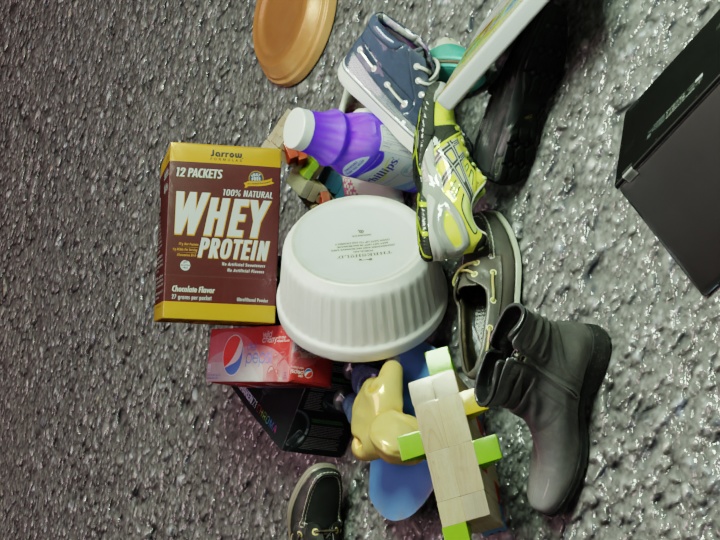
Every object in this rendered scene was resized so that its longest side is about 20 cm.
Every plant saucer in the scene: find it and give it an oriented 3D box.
[{"bbox_3d":[-0.099,-0.362,2.132,0.199,0.037,0.203,-24,61,52],"label":"plant saucer"}]

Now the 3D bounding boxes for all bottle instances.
[{"bbox_3d":[0.006,-0.143,1.750,0.083,0.198,0.066,-35,53,45],"label":"bottle"}]

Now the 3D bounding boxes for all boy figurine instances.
[{"bbox_3d":[0.024,0.154,1.667,0.200,0.064,0.126,-140,66,-69],"label":"boy figurine"}]

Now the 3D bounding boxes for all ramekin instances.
[{"bbox_3d":[0.000,0.000,1.703,0.203,0.200,0.095,-121,21,-47],"label":"ramekin"}]

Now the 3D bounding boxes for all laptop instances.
[{"bbox_3d":[0.336,-0.123,1.401,0.188,0.115,0.201,-49,15,38],"label":"laptop"}]

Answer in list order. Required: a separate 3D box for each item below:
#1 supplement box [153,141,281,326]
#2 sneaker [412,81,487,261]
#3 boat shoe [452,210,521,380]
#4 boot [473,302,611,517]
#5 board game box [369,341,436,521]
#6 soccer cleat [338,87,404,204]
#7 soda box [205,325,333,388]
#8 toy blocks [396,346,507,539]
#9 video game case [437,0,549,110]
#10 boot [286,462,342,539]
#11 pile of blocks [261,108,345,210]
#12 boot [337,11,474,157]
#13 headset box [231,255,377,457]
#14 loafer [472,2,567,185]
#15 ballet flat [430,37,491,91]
[{"bbox_3d":[-0.174,-0.038,1.816,0.197,0.131,0.203,163,109,-79],"label":"supplement box"},{"bbox_3d":[0.097,-0.107,1.647,0.075,0.075,0.203,101,168,-76],"label":"sneaker"},{"bbox_3d":[0.133,0.024,1.630,0.072,0.060,0.204,-34,53,48],"label":"boat shoe"},{"bbox_3d":[0.162,0.136,1.485,0.069,0.130,0.203,11,91,56],"label":"boot"},{"bbox_3d":[0.065,0.185,1.715,0.158,0.038,0.203,-34,49,55],"label":"board game box"},{"bbox_3d":[0.007,-0.143,1.851,0.087,0.069,0.202,92,165,-51],"label":"soccer cleat"},{"bbox_3d":[-0.110,0.104,1.815,0.199,0.063,0.071,-7,75,56],"label":"soda box"},{"bbox_3d":[0.105,0.196,1.564,0.099,0.137,0.203,-17,68,10],"label":"toy blocks"},{"bbox_3d":[0.168,-0.280,1.608,0.200,0.023,0.183,-46,9,41],"label":"video game case"},{"bbox_3d":[-0.035,0.346,1.789,0.150,0.072,0.203,36,115,56],"label":"boot"},{"bbox_3d":[-0.046,-0.106,1.879,0.082,0.201,0.062,-35,37,-8],"label":"pile of blocks"},{"bbox_3d":[0.067,-0.199,1.713,0.199,0.073,0.091,40,125,7],"label":"boot"},{"bbox_3d":[-0.062,0.099,1.887,0.174,0.092,0.202,44,117,52],"label":"headset box"},{"bbox_3d":[0.167,-0.193,1.632,0.070,0.067,0.203,33,113,45],"label":"loafer"},{"bbox_3d":[0.085,-0.238,1.784,0.199,0.067,0.071,-16,48,53],"label":"ballet flat"}]
